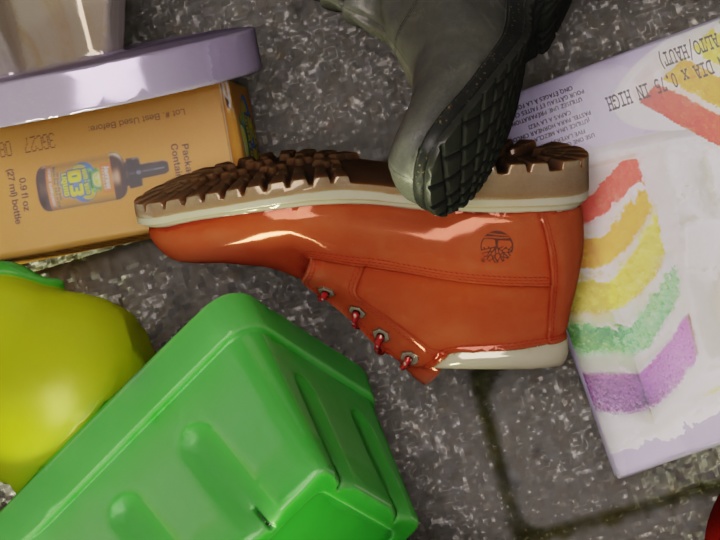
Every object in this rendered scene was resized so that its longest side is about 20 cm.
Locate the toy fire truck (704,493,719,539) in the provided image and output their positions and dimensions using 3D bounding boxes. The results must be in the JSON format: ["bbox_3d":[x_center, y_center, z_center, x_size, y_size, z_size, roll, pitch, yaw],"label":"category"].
[{"bbox_3d":[0.187,0.172,1.238,0.200,0.129,0.176,-22,84,-2],"label":"toy fire truck"}]

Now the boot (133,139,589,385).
[{"bbox_3d":[0.000,0.000,1.241,0.199,0.075,0.108,1,105,4],"label":"boot"}]

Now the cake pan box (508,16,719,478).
[{"bbox_3d":[0.179,-0.022,1.271,0.200,0.052,0.185,-18,87,9],"label":"cake pan box"}]

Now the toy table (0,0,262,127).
[{"bbox_3d":[-0.148,-0.129,1.271,0.199,0.184,0.117,-11,98,14],"label":"toy table"}]

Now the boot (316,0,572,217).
[{"bbox_3d":[0.012,-0.107,1.207,0.130,0.200,0.068,19,134,9],"label":"boot"}]

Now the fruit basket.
[{"bbox_3d":[-0.104,0.087,1.269,0.215,0.155,0.216,-12,64,26],"label":"fruit basket"}]

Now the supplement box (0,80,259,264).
[{"bbox_3d":[-0.146,-0.038,1.316,0.199,0.069,0.067,-10,87,10],"label":"supplement box"}]
